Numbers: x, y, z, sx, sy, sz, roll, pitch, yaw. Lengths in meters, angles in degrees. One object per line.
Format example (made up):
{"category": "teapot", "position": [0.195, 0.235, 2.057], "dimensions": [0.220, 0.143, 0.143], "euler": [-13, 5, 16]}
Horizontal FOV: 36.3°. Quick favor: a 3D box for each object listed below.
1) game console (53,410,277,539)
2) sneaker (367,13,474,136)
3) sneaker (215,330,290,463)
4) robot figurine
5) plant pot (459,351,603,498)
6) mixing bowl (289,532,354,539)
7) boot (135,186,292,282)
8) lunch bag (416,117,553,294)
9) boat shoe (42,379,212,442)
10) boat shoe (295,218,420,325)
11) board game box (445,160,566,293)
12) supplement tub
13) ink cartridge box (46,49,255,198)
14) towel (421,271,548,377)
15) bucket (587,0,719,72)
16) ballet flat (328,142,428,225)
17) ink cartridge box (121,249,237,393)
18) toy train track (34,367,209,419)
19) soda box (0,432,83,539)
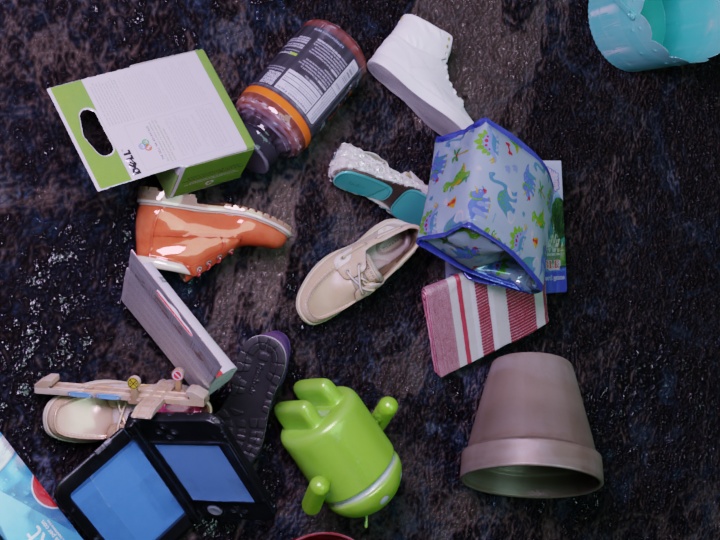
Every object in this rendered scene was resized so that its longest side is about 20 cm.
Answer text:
{"category": "game console", "position": [-0.216, 0.265, 1.261], "dimensions": [0.200, 0.175, 0.117], "euler": [67, 30, -41]}
{"category": "sneaker", "position": [0.114, -0.269, 1.536], "dimensions": [0.200, 0.074, 0.116], "euler": [40, 73, -23]}
{"category": "sneaker", "position": [-0.136, 0.170, 1.372], "dimensions": [0.076, 0.088, 0.201], "euler": [28, 99, 6]}
{"category": "robot figurine", "position": [-0.024, 0.232, 1.414], "dimensions": [0.176, 0.115, 0.200], "euler": [-47, 112, -37]}
{"category": "plant pot", "position": [0.242, 0.216, 1.552], "dimensions": [0.199, 0.200, 0.174], "euler": [19, 61, -30]}
{"category": "mixing bowl", "position": [-0.077, 0.422, 1.381], "dimensions": [0.199, 0.108, 0.201], "euler": [1, 88, -31]}
{"category": "boot", "position": [-0.183, -0.035, 1.354], "dimensions": [0.199, 0.075, 0.108], "euler": [9, 87, -22]}
{"category": "lunch bag", "position": [0.184, -0.080, 1.482], "dimensions": [0.200, 0.127, 0.171], "euler": [26, 64, -33]}
{"category": "boat shoe", "position": [-0.268, 0.165, 1.293], "dimensions": [0.199, 0.069, 0.074], "euler": [-4, 90, -32]}
{"category": "boat shoe", "position": [0.000, 0.000, 1.458], "dimensions": [0.200, 0.065, 0.072], "euler": [-38, 109, -19]}
{"category": "board game box", "position": [0.212, -0.062, 1.608], "dimensions": [0.199, 0.041, 0.200], "euler": [-4, 91, -31]}
{"category": "supplement tub", "position": [-0.086, -0.217, 1.393], "dimensions": [0.107, 0.107, 0.200], "euler": [47, 68, -22]}
{"category": "ink cartridge box", "position": [-0.247, -0.161, 1.280], "dimensions": [0.199, 0.076, 0.148], "euler": [-21, 73, -30]}
{"category": "towel", "position": [0.179, 0.051, 1.558], "dimensions": [0.199, 0.023, 0.145], "euler": [-23, 121, -23]}
{"category": "bucket", "position": [0.465, -0.410, 1.718], "dimensions": [0.206, 0.135, 0.208], "euler": [1, 89, -32]}
{"category": "ballet flat", "position": [0.044, -0.119, 1.498], "dimensions": [0.200, 0.072, 0.072], "euler": [26, 76, -30]}
{"category": "ink cartridge box", "position": [-0.200, 0.055, 1.236], "dimensions": [0.050, 0.200, 0.161], "euler": [-38, 85, -24]}
{"category": "toy train track", "position": [-0.271, 0.129, 1.246], "dimensions": [0.199, 0.115, 0.033], "euler": [3, 105, 7]}
{"category": "soda box", "position": [-0.386, 0.260, 1.222], "dimensions": [0.068, 0.064, 0.200], "euler": [-40, 109, -26]}
